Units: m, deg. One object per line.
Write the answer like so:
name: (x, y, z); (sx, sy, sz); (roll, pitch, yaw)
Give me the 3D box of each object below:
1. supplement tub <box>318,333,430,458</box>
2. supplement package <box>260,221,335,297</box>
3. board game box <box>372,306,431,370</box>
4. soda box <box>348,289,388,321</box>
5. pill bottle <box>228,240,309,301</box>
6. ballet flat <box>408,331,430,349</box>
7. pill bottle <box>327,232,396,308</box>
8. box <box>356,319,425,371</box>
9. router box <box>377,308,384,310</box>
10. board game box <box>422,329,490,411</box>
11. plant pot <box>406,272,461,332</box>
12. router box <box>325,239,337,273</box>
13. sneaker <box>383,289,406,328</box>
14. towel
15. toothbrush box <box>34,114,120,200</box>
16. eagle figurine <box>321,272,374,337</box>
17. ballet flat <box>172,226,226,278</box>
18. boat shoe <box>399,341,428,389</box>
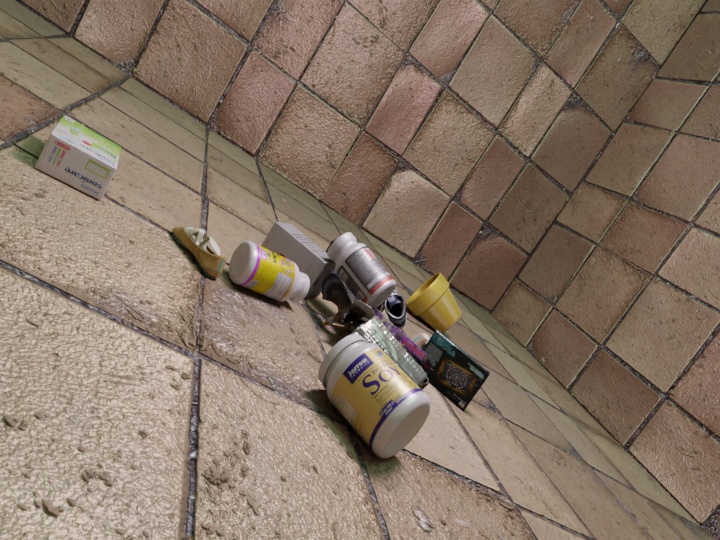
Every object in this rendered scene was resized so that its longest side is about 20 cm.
supplement tub: (0.023, 0.235, 1.079); (0.199, 0.148, 0.144); (41, 12, 30)
supplement package: (-0.184, -0.032, 1.638); (0.198, 0.123, 0.119); (38, 11, 14)
board game box: (0.110, 0.188, 1.546); (0.199, 0.032, 0.121); (41, -12, 26)
soda box: (0.016, 0.134, 1.723); (0.199, 0.064, 0.068); (41, 10, 26)
pill bottle: (-0.219, 0.011, 1.386); (0.197, 0.106, 0.104); (27, 13, -41)
ballet flat: (0.189, 0.230, 1.739); (0.068, 0.067, 0.200); (47, -1, 17)
pill bottle: (0.000, 0.000, 1.566); (0.202, 0.116, 0.115); (51, 15, 16)
box: (0.075, 0.225, 1.572); (0.197, 0.044, 0.161); (30, 12, -29)
router box: (0.020, 0.064, 1.806); (0.149, 0.051, 0.201); (47, -13, 12)
board game box: (0.263, 0.290, 1.644); (0.198, 0.137, 0.028); (38, 11, 15)
plant pot: (0.315, 0.147, 2.339); (0.191, 0.199, 0.201); (50, 10, -2)
router box: (-0.083, -0.022, 1.844); (0.061, 0.152, 0.200); (34, 11, 8)
sneaker: (0.079, 0.066, 1.643); (0.204, 0.068, 0.109); (63, -3, 16)
towel: (0.043, 0.217, 1.303); (0.201, 0.035, 0.191); (49, 40, 10)
toothbrush box: (-0.634, -0.259, 1.280); (0.143, 0.087, 0.201); (29, 14, -29)
eagle figurine: (-0.038, 0.106, 1.473); (0.145, 0.156, 0.202); (7, 30, -2)
ballet flat: (-0.372, -0.060, 1.317); (0.199, 0.064, 0.068); (42, 12, 30)
boat shoe: (0.102, 0.222, 1.454); (0.204, 0.060, 0.071); (54, 36, 1)
